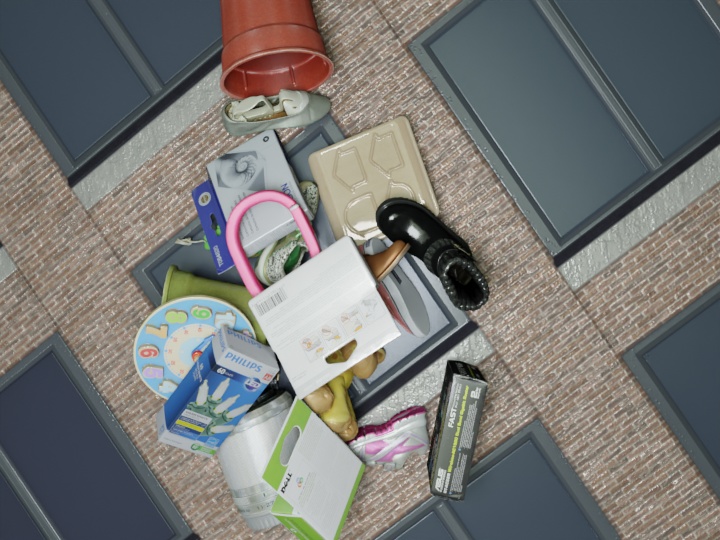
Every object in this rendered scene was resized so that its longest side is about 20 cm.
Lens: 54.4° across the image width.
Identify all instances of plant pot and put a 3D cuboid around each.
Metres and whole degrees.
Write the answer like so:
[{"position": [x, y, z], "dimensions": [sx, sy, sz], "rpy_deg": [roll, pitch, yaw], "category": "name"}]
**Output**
[{"position": [-0.157, -0.421, 1.193], "dimensions": [0.195, 0.201, 0.202], "rpy_deg": [-11, 83, 5], "category": "plant pot"}, {"position": [-0.245, 0.098, 1.225], "dimensions": [0.178, 0.200, 0.207], "rpy_deg": [3, 93, -7], "category": "plant pot"}]

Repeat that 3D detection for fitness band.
[{"position": [-0.139, -0.031, 1.155], "dimensions": [0.141, 0.037, 0.204], "rpy_deg": [-25, 98, 4], "category": "fitness band"}]

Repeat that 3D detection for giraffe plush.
[{"position": [-0.033, 0.169, 1.232], "dimensions": [0.161, 0.174, 0.201], "rpy_deg": [-37, 54, -5], "category": "giraffe plush"}]

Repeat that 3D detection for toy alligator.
[{"position": [-0.239, -0.060, 1.269], "dimensions": [0.194, 0.059, 0.056], "rpy_deg": [10, 93, 4], "category": "toy alligator"}]

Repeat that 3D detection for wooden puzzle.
[{"position": [0.024, -0.151, 1.254], "dimensions": [0.195, 0.046, 0.190], "rpy_deg": [-21, 90, 10], "category": "wooden puzzle"}]

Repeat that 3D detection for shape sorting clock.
[{"position": [-0.261, 0.132, 1.117], "dimensions": [0.194, 0.039, 0.205], "rpy_deg": [-8, 120, -14], "category": "shape sorting clock"}]

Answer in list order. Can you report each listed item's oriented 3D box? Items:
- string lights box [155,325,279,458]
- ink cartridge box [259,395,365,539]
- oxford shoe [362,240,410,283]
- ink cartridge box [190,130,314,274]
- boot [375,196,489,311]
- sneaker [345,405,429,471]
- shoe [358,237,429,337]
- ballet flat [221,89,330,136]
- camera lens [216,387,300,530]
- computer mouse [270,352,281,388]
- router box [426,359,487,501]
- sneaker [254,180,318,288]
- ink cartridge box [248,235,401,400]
[{"position": [-0.228, 0.194, 1.107], "dimensions": [0.101, 0.059, 0.201], "rpy_deg": [27, 110, -34], "category": "string lights box"}, {"position": [-0.093, 0.321, 1.123], "dimensions": [0.074, 0.150, 0.201], "rpy_deg": [-12, 128, 39], "category": "ink cartridge box"}, {"position": [0.000, 0.000, 1.165], "dimensions": [0.198, 0.071, 0.072], "rpy_deg": [-35, 96, 31], "category": "oxford shoe"}, {"position": [-0.202, -0.125, 1.230], "dimensions": [0.197, 0.041, 0.203], "rpy_deg": [-30, 61, 5], "category": "ink cartridge box"}, {"position": [0.120, -0.031, 1.165], "dimensions": [0.207, 0.159, 0.080], "rpy_deg": [28, 113, -14], "category": "boot"}, {"position": [0.039, 0.320, 1.250], "dimensions": [0.195, 0.081, 0.090], "rpy_deg": [-23, 90, 7], "category": "sneaker"}, {"position": [0.040, 0.044, 1.250], "dimensions": [0.090, 0.072, 0.202], "rpy_deg": [-26, 106, 31], "category": "shoe"}, {"position": [-0.149, -0.283, 1.230], "dimensions": [0.194, 0.064, 0.069], "rpy_deg": [-13, 61, -1], "category": "ballet flat"}, {"position": [-0.166, 0.322, 1.227], "dimensions": [0.156, 0.160, 0.205], "rpy_deg": [-21, 91, 5], "category": "camera lens"}, {"position": [-0.133, 0.115, 1.183], "dimensions": [0.033, 0.203, 0.060], "rpy_deg": [-1, 136, -2], "category": "computer mouse"}, {"position": [0.163, 0.268, 1.203], "dimensions": [0.060, 0.150, 0.206], "rpy_deg": [11, 93, 3], "category": "router box"}, {"position": [-0.108, -0.058, 1.226], "dimensions": [0.087, 0.076, 0.205], "rpy_deg": [14, 80, 46], "category": "sneaker"}, {"position": [-0.055, 0.074, 1.110], "dimensions": [0.197, 0.045, 0.179], "rpy_deg": [-32, 81, 8], "category": "ink cartridge box"}]
